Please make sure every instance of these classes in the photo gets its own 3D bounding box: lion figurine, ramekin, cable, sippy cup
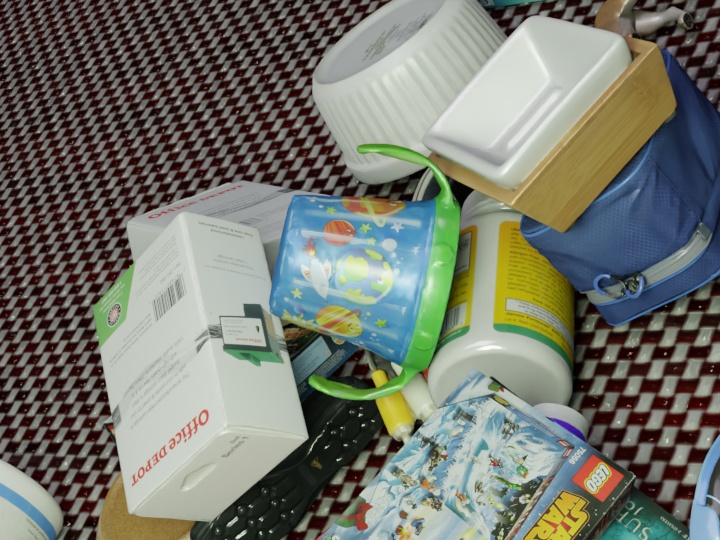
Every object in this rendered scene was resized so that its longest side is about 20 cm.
[{"bbox_3d":[0.229,-0.205,1.636,0.122,0.073,0.200,-17,25,48],"label":"lion figurine"},{"bbox_3d":[0.048,-0.184,1.692,0.200,0.105,0.200,-31,21,14],"label":"ramekin"},{"bbox_3d":[0.019,0.057,1.474,0.097,0.050,0.200,-37,70,-13],"label":"cable"},{"bbox_3d":[0.000,0.000,1.382,0.130,0.140,0.178,11,65,-3],"label":"sippy cup"}]

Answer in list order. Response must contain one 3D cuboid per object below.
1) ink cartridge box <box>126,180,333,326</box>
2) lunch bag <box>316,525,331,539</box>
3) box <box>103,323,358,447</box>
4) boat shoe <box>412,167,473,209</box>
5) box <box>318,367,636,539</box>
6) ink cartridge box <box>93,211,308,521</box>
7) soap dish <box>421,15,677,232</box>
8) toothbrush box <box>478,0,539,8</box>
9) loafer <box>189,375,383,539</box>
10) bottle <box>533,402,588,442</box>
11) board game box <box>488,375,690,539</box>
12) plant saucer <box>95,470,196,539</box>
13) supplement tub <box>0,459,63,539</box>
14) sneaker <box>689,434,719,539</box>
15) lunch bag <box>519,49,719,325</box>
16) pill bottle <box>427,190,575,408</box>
[{"bbox_3d":[-0.099,-0.017,1.649,0.145,0.083,0.200,-22,21,-36],"label":"ink cartridge box"},{"bbox_3d":[-0.035,0.276,1.296,0.200,0.082,0.176,-56,14,-22],"label":"lunch bag"},{"bbox_3d":[-0.115,0.101,1.557,0.200,0.038,0.137,-13,22,46],"label":"box"},{"bbox_3d":[0.072,-0.029,1.565,0.062,0.075,0.200,3,44,27],"label":"boat shoe"},{"bbox_3d":[0.069,0.174,1.182,0.137,0.040,0.200,34,61,21],"label":"box"},{"bbox_3d":[-0.130,0.079,1.417,0.146,0.084,0.200,-42,50,37],"label":"ink cartridge box"},{"bbox_3d":[0.143,-0.113,1.368,0.157,0.081,0.200,-48,20,-2],"label":"soap dish"},{"bbox_3d":[0.205,-0.350,1.789,0.200,0.085,0.146,-4,48,40],"label":"toothbrush box"},{"bbox_3d":[-0.065,0.165,1.486,0.201,0.068,0.070,-44,27,-16],"label":"loafer"},{"bbox_3d":[0.118,0.188,1.279,0.065,0.083,0.200,-55,12,54],"label":"bottle"},{"bbox_3d":[0.121,0.177,1.225,0.200,0.028,0.135,37,60,22],"label":"board game box"},{"bbox_3d":[-0.158,0.198,1.555,0.200,0.035,0.200,-24,38,20],"label":"plant saucer"},{"bbox_3d":[-0.363,0.270,1.578,0.132,0.132,0.200,-1,50,41],"label":"supplement tub"},{"bbox_3d":[0.288,0.127,1.206,0.078,0.070,0.200,-4,48,45],"label":"sneaker"},{"bbox_3d":[0.224,-0.054,1.405,0.136,0.132,0.200,-29,28,41],"label":"lunch bag"},{"bbox_3d":[0.116,0.024,1.435,0.113,0.113,0.200,-20,40,25],"label":"pill bottle"}]
